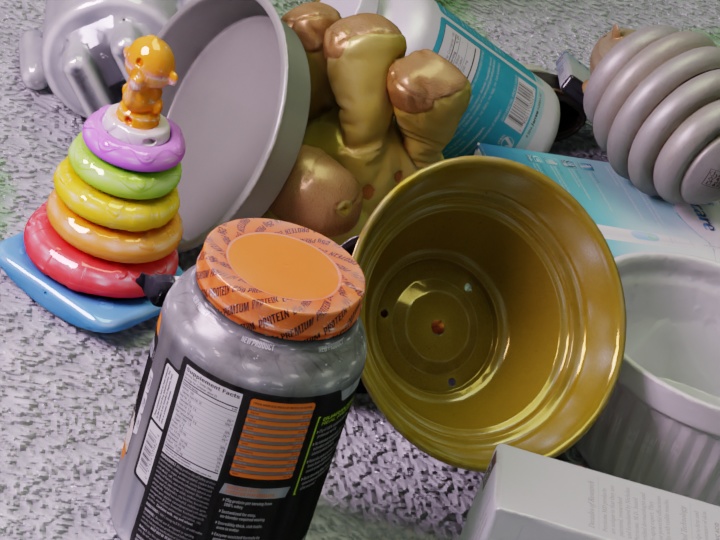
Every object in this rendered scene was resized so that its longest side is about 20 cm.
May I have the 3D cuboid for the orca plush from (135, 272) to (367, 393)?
[{"bbox_3d":[-0.054,0.055,1.484,0.200,0.105,0.071,22,64,-33],"label":"orca plush"}]

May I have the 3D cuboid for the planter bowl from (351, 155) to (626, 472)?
[{"bbox_3d":[0.065,0.032,1.448,0.200,0.201,0.083,4,-10,-24],"label":"planter bowl"}]

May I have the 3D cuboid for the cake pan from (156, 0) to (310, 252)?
[{"bbox_3d":[-0.104,-0.104,1.605,0.037,0.200,0.200,19,25,-38],"label":"cake pan"}]

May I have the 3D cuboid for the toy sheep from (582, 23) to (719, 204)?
[{"bbox_3d":[0.244,-0.114,1.705,0.138,0.138,0.200,-11,46,-40],"label":"toy sheep"}]

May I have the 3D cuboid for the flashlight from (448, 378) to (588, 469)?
[{"bbox_3d":[0.105,0.113,1.486,0.068,0.068,0.200,-6,39,-22],"label":"flashlight"}]

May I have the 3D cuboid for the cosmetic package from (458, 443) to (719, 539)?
[{"bbox_3d":[0.161,0.187,1.364,0.199,0.102,0.074,15,31,-5],"label":"cosmetic package"}]

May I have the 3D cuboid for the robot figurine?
[{"bbox_3d":[-0.192,-0.191,1.763,0.169,0.113,0.200,-17,33,7],"label":"robot figurine"}]

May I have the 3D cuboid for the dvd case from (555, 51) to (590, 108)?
[{"bbox_3d":[0.225,-0.126,1.882,0.143,0.018,0.200,36,11,-4],"label":"dvd case"}]

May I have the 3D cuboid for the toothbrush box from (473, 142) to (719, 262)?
[{"bbox_3d":[0.185,-0.014,1.712,0.199,0.085,0.147,6,32,-20],"label":"toothbrush box"}]

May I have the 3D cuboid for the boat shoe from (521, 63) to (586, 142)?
[{"bbox_3d":[0.106,-0.136,1.876,0.201,0.072,0.061,-8,36,-41],"label":"boat shoe"}]

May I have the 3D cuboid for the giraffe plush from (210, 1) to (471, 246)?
[{"bbox_3d":[-0.020,-0.069,1.621,0.172,0.200,0.162,20,56,38],"label":"giraffe plush"}]

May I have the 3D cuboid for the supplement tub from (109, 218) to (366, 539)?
[{"bbox_3d":[-0.069,0.078,1.315,0.122,0.200,0.123,14,30,-9],"label":"supplement tub"}]

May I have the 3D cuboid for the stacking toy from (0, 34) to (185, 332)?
[{"bbox_3d":[-0.158,-0.070,1.501,0.116,0.200,0.110,32,33,22],"label":"stacking toy"}]

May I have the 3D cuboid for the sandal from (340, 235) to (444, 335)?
[{"bbox_3d":[0.007,0.000,1.522,0.079,0.059,0.207,2,-15,28],"label":"sandal"}]

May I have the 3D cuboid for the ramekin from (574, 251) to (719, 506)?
[{"bbox_3d":[0.233,0.085,1.562,0.200,0.105,0.200,14,30,-9],"label":"ramekin"}]

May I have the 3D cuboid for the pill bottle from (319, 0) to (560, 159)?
[{"bbox_3d":[0.052,-0.146,1.749,0.200,0.111,0.111,33,23,-28],"label":"pill bottle"}]
